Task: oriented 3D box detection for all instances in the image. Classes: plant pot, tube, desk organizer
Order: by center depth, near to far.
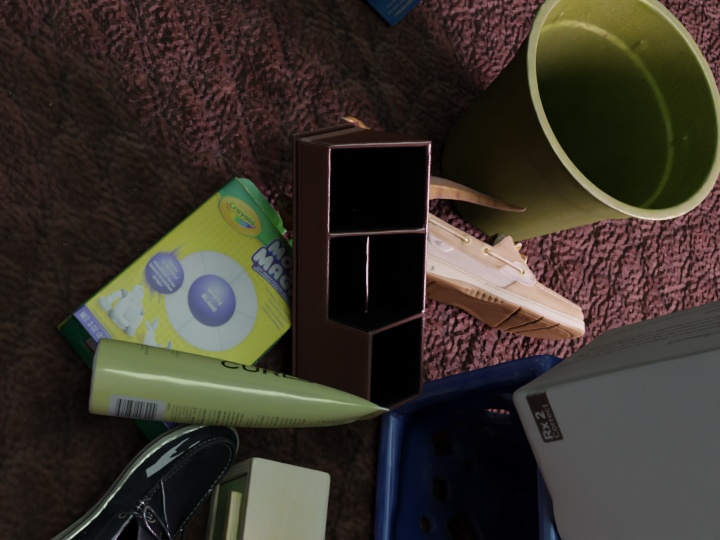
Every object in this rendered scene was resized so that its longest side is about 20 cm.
[{"bbox_3d":[-0.084,0.084,0.871,0.197,0.053,0.058,10,28,-10],"label":"tube"},{"bbox_3d":[0.000,0.000,0.943,0.071,0.076,0.203,-17,115,-46],"label":"desk organizer"},{"bbox_3d":[0.136,0.190,0.957,0.178,0.199,0.203,17,66,-32],"label":"plant pot"},{"bbox_3d":[0.166,-0.111,1.071,0.197,0.189,0.203,9,70,-27],"label":"plant pot"}]

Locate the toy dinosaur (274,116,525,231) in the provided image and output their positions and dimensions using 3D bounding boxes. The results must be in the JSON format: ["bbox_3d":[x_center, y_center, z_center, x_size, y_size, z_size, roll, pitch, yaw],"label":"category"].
[{"bbox_3d":[0.020,-0.067,1.033,0.197,0.061,0.108,-10,66,-17],"label":"toy dinosaur"}]

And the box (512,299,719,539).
[{"bbox_3d":[0.232,0.128,0.797,0.130,0.199,0.201,-26,95,-44],"label":"box"}]

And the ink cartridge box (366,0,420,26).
[{"bbox_3d":[0.024,-0.351,1.092,0.200,0.147,0.145,43,58,-11],"label":"ink cartridge box"}]

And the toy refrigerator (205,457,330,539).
[{"bbox_3d":[-0.076,0.239,0.885,0.069,0.076,0.203,16,67,-24],"label":"toy refrigerator"}]

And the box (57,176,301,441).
[{"bbox_3d":[-0.112,0.021,0.952,0.118,0.048,0.200,50,55,-7],"label":"box"}]

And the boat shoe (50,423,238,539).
[{"bbox_3d":[-0.148,0.177,0.856,0.200,0.062,0.075,-41,139,-29],"label":"boat shoe"}]

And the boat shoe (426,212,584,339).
[{"bbox_3d":[0.108,0.000,1.070,0.198,0.074,0.070,23,70,-21],"label":"boat shoe"}]
